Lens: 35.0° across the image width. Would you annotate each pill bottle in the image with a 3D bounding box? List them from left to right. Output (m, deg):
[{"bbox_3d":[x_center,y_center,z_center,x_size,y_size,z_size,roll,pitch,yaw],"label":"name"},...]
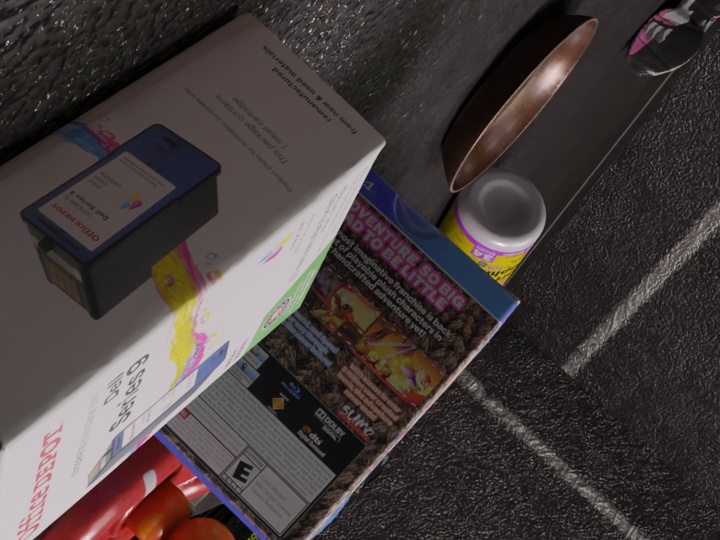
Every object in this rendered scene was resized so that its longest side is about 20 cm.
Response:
[{"bbox_3d":[0.140,-0.030,1.355,0.104,0.104,0.200,-43,169,-28],"label":"pill bottle"}]

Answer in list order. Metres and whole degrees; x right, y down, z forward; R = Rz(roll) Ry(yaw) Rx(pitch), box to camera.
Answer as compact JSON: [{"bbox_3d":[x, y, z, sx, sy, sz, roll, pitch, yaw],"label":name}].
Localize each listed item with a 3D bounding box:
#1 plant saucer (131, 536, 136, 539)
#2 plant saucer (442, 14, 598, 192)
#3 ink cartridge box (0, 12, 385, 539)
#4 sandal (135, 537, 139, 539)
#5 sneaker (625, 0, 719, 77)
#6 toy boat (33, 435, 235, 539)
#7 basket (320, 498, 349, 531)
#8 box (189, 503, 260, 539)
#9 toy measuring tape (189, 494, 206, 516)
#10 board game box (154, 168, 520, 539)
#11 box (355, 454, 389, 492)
[{"bbox_3d":[-0.218,0.291,1.028,0.200,0.051,0.201,-34,-171,6],"label":"plant saucer"},{"bbox_3d":[0.137,-0.157,1.036,0.200,0.034,0.200,-46,170,-11],"label":"plant saucer"},{"bbox_3d":[-0.099,0.010,0.462,0.200,0.087,0.146,-39,168,-35],"label":"ink cartridge box"},{"bbox_3d":[-0.205,0.225,0.972,0.082,0.050,0.203,-43,170,-26],"label":"sandal"},{"bbox_3d":[0.447,-0.336,1.618,0.200,0.080,0.086,-39,179,-18],"label":"sneaker"},{"bbox_3d":[-0.138,0.171,0.802,0.200,0.131,0.131,-38,167,-47],"label":"toy boat"},{"bbox_3d":[-0.088,0.270,1.418,0.176,0.139,0.201,-44,160,-29],"label":"basket"},{"bbox_3d":[-0.175,0.302,1.138,0.193,0.048,0.200,-32,-174,37],"label":"box"},{"bbox_3d":[-0.125,0.205,1.208,0.200,0.074,0.074,-44,172,11],"label":"toy measuring tape"},{"bbox_3d":[-0.033,0.047,0.692,0.200,0.159,0.097,-45,171,-15],"label":"board game box"},{"bbox_3d":[0.008,0.114,1.190,0.164,0.086,0.201,27,83,-80],"label":"box"}]
